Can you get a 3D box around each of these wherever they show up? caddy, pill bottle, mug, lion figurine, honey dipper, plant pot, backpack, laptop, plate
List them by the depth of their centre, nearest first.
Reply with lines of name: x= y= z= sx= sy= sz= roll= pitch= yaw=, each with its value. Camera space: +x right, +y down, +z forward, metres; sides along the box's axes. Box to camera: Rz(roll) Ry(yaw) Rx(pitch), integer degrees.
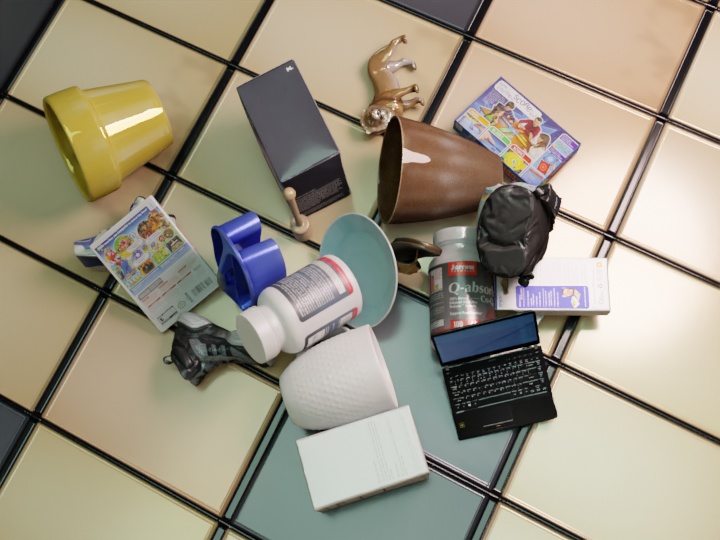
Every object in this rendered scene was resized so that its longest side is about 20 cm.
laptop: x=0.223 y=0.176 z=1.618 sx=0.174 sy=0.103 sz=0.204 roll=-13 pitch=93 yaw=8
backpack: x=0.258 y=-0.079 z=1.628 sx=0.125 sy=0.200 sz=0.170 roll=17 pitch=105 yaw=17
pill bottle: x=-0.106 y=0.068 z=1.652 sx=0.198 sy=0.120 sz=0.120 roll=-29 pitch=72 yaw=-28
mug: x=-0.046 y=0.174 z=1.671 sx=0.173 sy=0.149 sz=0.202 roll=-20 pitch=43 yaw=3
pill bottle: x=0.174 y=0.035 z=1.694 sx=0.114 sy=0.116 sz=0.204 roll=-3 pitch=74 yaw=4
caddy: x=-0.202 y=-0.005 z=1.700 sx=0.104 sy=0.201 sz=0.142 roll=-28 pitch=63 yaw=-18
plate: x=0.000 y=0.000 z=1.709 sx=0.025 sy=0.200 sz=0.203 roll=-9 pitch=67 yaw=-42
honey dipper: x=-0.114 y=-0.101 z=1.713 sx=0.037 sy=0.200 sz=0.039 roll=-2 pitch=72 yaw=5
plant pot: x=0.145 y=-0.169 z=1.737 sx=0.196 sy=0.187 sz=0.190 roll=4 pitch=73 yaw=-12
plant pot: x=-0.454 y=-0.254 z=1.799 sx=0.187 sy=0.201 sz=0.202 roll=-26 pitch=73 yaw=-19
lion figurine: x=0.049 y=-0.350 z=1.848 sx=0.121 sy=0.073 sz=0.203 roll=-16 pitch=59 yaw=13

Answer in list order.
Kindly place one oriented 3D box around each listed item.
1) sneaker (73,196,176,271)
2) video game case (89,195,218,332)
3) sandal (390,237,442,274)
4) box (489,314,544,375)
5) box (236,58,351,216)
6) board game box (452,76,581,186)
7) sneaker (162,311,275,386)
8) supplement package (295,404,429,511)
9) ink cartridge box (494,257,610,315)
sneaker: x=-0.421 y=-0.070 z=1.800 sx=0.196 sy=0.081 sz=0.117 roll=-7 pitch=70 yaw=-4
video game case: x=-0.363 y=-0.011 z=1.746 sx=0.143 sy=0.018 sz=0.201 roll=-38 pitch=103 yaw=2
sandal: x=0.068 y=-0.018 z=1.692 sx=0.081 sy=0.198 sz=0.056 roll=15 pitch=75 yaw=-36
box: x=0.287 y=0.095 z=1.708 sx=0.041 sy=0.039 sz=0.201 roll=33 pitch=79 yaw=11
box: x=-0.117 y=-0.229 z=1.752 sx=0.122 sy=0.199 sz=0.202 roll=-26 pitch=73 yaw=-3
board game box: x=0.286 y=-0.247 z=1.799 sx=0.135 sy=0.035 sz=0.200 roll=-42 pitch=75 yaw=-16
sneaker: x=-0.250 y=0.156 z=1.719 sx=0.197 sy=0.076 sz=0.115 roll=21 pitch=77 yaw=16
supplement package: x=0.005 y=0.314 z=1.627 sx=0.197 sy=0.117 sz=0.119 roll=-17 pitch=75 yaw=-1
ink cartridge box: x=0.327 y=0.027 z=1.684 sx=0.196 sy=0.037 sz=0.096 roll=1 pitch=72 yaw=1
